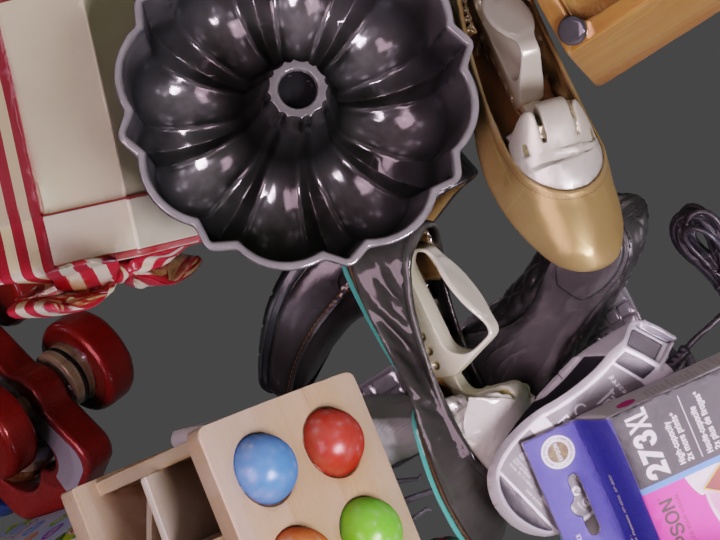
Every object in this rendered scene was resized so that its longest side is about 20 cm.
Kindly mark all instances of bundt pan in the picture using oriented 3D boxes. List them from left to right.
[{"bbox_3d":[-0.038,-0.091,1.321,0.202,0.076,0.202,1,79,-7],"label":"bundt pan"}]

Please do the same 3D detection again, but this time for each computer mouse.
[{"bbox_3d":[0.148,0.064,1.323,0.200,0.044,0.110,-41,106,3],"label":"computer mouse"}]

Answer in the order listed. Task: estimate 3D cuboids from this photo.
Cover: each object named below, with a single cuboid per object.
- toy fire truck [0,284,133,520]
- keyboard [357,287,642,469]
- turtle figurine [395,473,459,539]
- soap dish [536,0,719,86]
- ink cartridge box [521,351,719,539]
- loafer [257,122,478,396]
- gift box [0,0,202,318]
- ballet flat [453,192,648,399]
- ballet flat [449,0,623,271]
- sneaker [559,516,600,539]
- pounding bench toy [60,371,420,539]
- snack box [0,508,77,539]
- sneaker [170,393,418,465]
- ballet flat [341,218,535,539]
[{"bbox_3d":[-0.247,0.082,1.555,0.200,0.112,0.168,43,143,12],"label":"toy fire truck"},{"bbox_3d":[0.078,0.053,1.420,0.200,0.011,0.056,-33,85,29],"label":"keyboard"},{"bbox_3d":[0.029,0.202,1.432,0.150,0.101,0.200,52,126,14],"label":"turtle figurine"},{"bbox_3d":[0.136,-0.223,1.290,0.157,0.081,0.200,-31,84,29],"label":"soap dish"},{"bbox_3d":[0.198,0.097,1.293,0.200,0.037,0.095,-24,98,0],"label":"ink cartridge box"},{"bbox_3d":[0.000,0.000,1.417,0.072,0.073,0.200,32,115,14],"label":"loafer"},{"bbox_3d":[-0.158,-0.074,1.419,0.200,0.184,0.187,-9,95,35],"label":"gift box"},{"bbox_3d":[0.105,0.034,1.377,0.066,0.057,0.200,47,123,12],"label":"ballet flat"},{"bbox_3d":[0.091,-0.091,1.310,0.063,0.069,0.200,98,152,-57],"label":"ballet flat"},{"bbox_3d":[0.183,0.205,1.368,0.081,0.077,0.200,-30,92,21],"label":"sneaker"},{"bbox_3d":[-0.046,0.181,1.348,0.156,0.124,0.200,-26,85,45],"label":"pounding bench toy"},{"bbox_3d":[-0.148,0.230,1.493,0.200,0.068,0.169,-23,102,51],"label":"snack box"},{"bbox_3d":[-0.029,0.126,1.450,0.200,0.075,0.089,-11,90,44],"label":"sneaker"},{"bbox_3d":[0.053,0.061,1.346,0.068,0.068,0.200,-23,93,29],"label":"ballet flat"}]
